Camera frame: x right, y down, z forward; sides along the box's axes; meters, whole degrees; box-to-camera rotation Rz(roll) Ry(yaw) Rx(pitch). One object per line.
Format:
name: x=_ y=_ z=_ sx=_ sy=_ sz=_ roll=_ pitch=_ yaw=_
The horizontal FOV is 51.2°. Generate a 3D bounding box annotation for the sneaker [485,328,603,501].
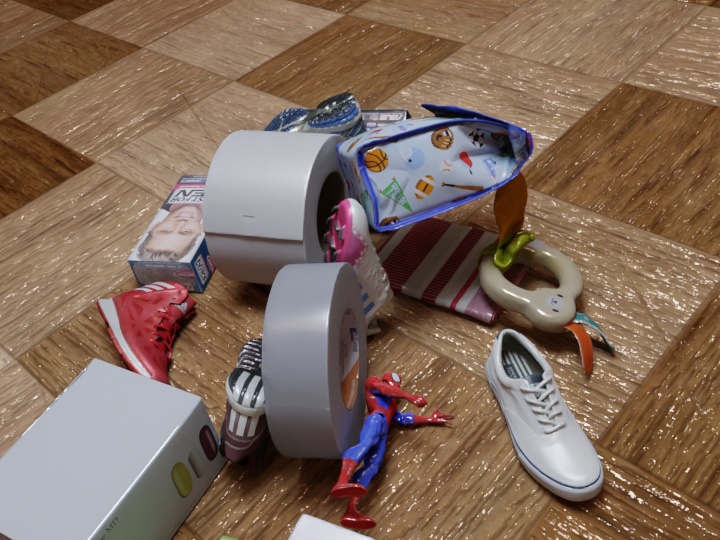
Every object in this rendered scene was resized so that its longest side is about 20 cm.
sneaker: x=0.181 y=0.142 z=0.774 sx=0.073 sy=0.071 sz=0.200 roll=-20 pitch=42 yaw=-10

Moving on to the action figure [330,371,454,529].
action figure: x=0.040 y=0.167 z=0.767 sx=0.098 sy=0.066 sz=0.200 roll=-5 pitch=29 yaw=13

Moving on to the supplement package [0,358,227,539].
supplement package: x=-0.263 y=0.214 z=0.765 sx=0.155 sy=0.111 sz=0.200 roll=14 pitch=47 yaw=26

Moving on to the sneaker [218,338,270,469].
sneaker: x=-0.117 y=0.151 z=0.835 sx=0.075 sy=0.116 sz=0.200 roll=17 pitch=11 yaw=6

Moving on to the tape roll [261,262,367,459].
tape roll: x=-0.042 y=0.093 z=0.782 sx=0.066 sy=0.201 sz=0.201 roll=-1 pitch=42 yaw=12

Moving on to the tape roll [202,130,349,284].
tape roll: x=-0.098 y=-0.080 z=0.988 sx=0.138 sy=0.203 sz=0.203 roll=6 pitch=44 yaw=19

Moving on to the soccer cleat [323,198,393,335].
soccer cleat: x=0.000 y=0.000 z=0.883 sx=0.086 sy=0.201 sz=0.070 roll=-2 pitch=41 yaw=-13

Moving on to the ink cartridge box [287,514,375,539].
ink cartridge box: x=0.000 y=0.316 z=0.640 sx=0.199 sy=0.057 sz=0.163 roll=8 pitch=44 yaw=28

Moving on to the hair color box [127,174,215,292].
hair color box: x=-0.248 y=-0.059 z=1.105 sx=0.099 sy=0.061 sz=0.201 roll=2 pitch=43 yaw=15

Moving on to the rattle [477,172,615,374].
rattle: x=0.226 y=-0.002 z=0.860 sx=0.130 sy=0.143 sz=0.200 roll=6 pitch=33 yaw=-27

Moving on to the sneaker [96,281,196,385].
sneaker: x=-0.253 y=0.071 z=0.949 sx=0.115 sy=0.079 sz=0.200 roll=-29 pitch=45 yaw=-17

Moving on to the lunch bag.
lunch bag: x=0.084 y=-0.132 z=0.890 sx=0.199 sy=0.124 sz=0.170 roll=-16 pitch=14 yaw=-5

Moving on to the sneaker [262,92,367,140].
sneaker: x=-0.070 y=-0.181 z=1.063 sx=0.199 sy=0.085 sz=0.077 roll=-3 pitch=44 yaw=42

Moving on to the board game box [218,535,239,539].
board game box: x=-0.153 y=0.323 z=0.646 sx=0.095 sy=0.030 sz=0.200 roll=-13 pitch=28 yaw=50

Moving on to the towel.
towel: x=0.115 y=-0.007 z=0.995 sx=0.199 sy=0.023 sz=0.144 roll=18 pitch=49 yaw=30

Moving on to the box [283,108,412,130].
box: x=-0.029 y=-0.156 z=1.110 sx=0.199 sy=0.049 sz=0.162 roll=4 pitch=77 yaw=19
